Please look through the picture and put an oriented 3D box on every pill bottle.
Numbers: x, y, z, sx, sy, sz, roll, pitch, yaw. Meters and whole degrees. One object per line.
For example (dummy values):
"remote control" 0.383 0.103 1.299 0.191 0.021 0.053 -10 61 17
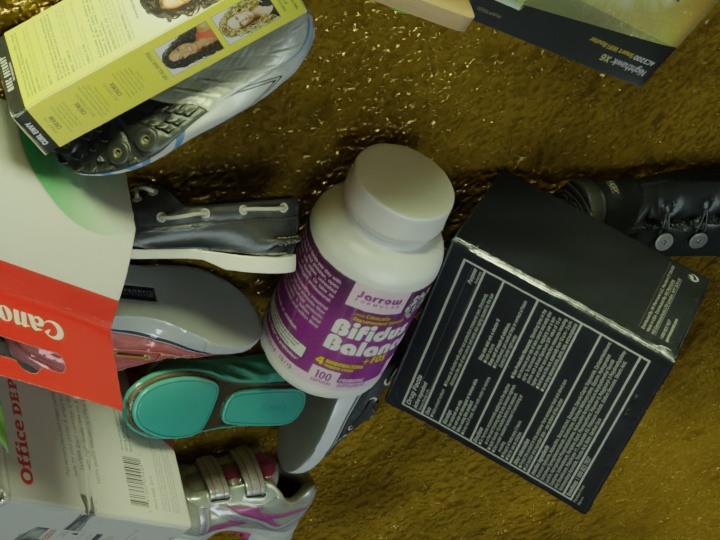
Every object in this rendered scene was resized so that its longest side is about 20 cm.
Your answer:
"pill bottle" 0.000 0.000 1.285 0.111 0.113 0.201 0 137 -27

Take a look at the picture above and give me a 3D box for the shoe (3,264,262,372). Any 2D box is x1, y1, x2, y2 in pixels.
"shoe" -0.180 0.045 1.288 0.199 0.072 0.091 11 141 -38

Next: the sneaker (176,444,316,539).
"sneaker" -0.122 0.199 1.499 0.199 0.082 0.088 10 128 -45

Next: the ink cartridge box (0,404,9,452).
"ink cartridge box" -0.291 0.024 1.089 0.059 0.201 0.104 -17 142 -3

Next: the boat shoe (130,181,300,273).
"boat shoe" -0.142 -0.036 1.210 0.198 0.074 0.061 5 96 -9

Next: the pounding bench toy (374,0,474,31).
"pounding bench toy" 0.063 -0.236 1.002 0.198 0.125 0.156 15 130 -29

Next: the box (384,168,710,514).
"box" 0.152 0.058 1.345 0.197 0.123 0.201 28 132 8

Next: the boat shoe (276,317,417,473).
"boat shoe" -0.009 0.108 1.455 0.066 0.070 0.201 8 125 -33

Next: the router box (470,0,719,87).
"router box" 0.176 -0.226 1.151 0.199 0.053 0.157 13 130 -38

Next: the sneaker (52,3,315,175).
"sneaker" -0.118 -0.122 1.108 0.199 0.072 0.072 -30 170 1

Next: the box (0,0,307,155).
"box" -0.139 -0.158 1.055 0.199 0.076 0.050 -29 145 6

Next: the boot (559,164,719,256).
"boot" 0.258 -0.023 1.439 0.198 0.066 0.166 -8 142 -26

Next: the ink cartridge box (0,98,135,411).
"ink cartridge box" -0.218 -0.020 1.074 0.050 0.201 0.160 -37 142 27

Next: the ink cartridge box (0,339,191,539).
"ink cartridge box" -0.244 0.147 1.292 0.084 0.147 0.199 -33 147 27

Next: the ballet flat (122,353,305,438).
"ballet flat" -0.135 0.101 1.364 0.199 0.070 0.068 3 116 -47
